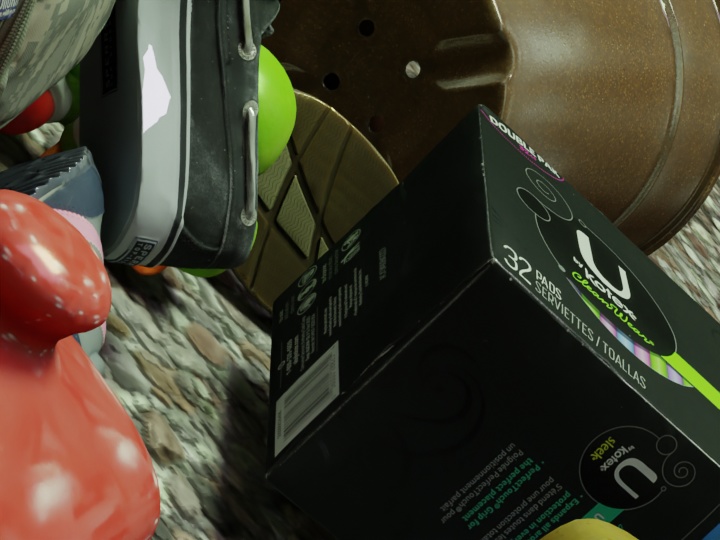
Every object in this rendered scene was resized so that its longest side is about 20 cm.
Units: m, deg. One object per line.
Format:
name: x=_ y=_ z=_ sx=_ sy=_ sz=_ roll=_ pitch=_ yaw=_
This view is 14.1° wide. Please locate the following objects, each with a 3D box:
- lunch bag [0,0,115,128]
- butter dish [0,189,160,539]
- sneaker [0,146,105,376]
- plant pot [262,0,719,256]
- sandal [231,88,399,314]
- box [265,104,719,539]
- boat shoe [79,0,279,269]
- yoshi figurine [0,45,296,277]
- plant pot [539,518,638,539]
lunch bag: x=-0.151 y=-0.110 z=0.961 sx=0.139 sy=0.168 sz=0.200 roll=45 pitch=18 yaw=-7
butter dish: x=-0.125 y=0.039 z=0.747 sx=0.200 sy=0.148 sz=0.200 roll=50 pitch=18 yaw=3
sneaker: x=-0.115 y=0.019 z=0.973 sx=0.200 sy=0.070 sz=0.082 roll=-77 pitch=145 yaw=-70
plant pot: x=0.052 y=-0.092 z=1.382 sx=0.201 sy=0.200 sz=0.198 roll=54 pitch=26 yaw=18
sandal: x=0.000 y=0.000 z=1.245 sx=0.200 sy=0.080 sz=0.054 roll=45 pitch=-2 yaw=-30
box: x=0.076 y=0.067 z=1.104 sx=0.200 sy=0.124 sz=0.149 roll=40 pitch=19 yaw=-17
boat shoe: x=-0.060 y=-0.100 z=1.066 sx=0.068 sy=0.073 sz=0.201 roll=6 pitch=77 yaw=-30
yoshi figurine: x=-0.102 y=-0.091 z=1.145 sx=0.200 sy=0.112 sz=0.112 roll=48 pitch=11 yaw=-10
plant pot: x=0.078 y=0.189 z=0.795 sx=0.195 sy=0.194 sz=0.201 roll=33 pitch=29 yaw=-39
